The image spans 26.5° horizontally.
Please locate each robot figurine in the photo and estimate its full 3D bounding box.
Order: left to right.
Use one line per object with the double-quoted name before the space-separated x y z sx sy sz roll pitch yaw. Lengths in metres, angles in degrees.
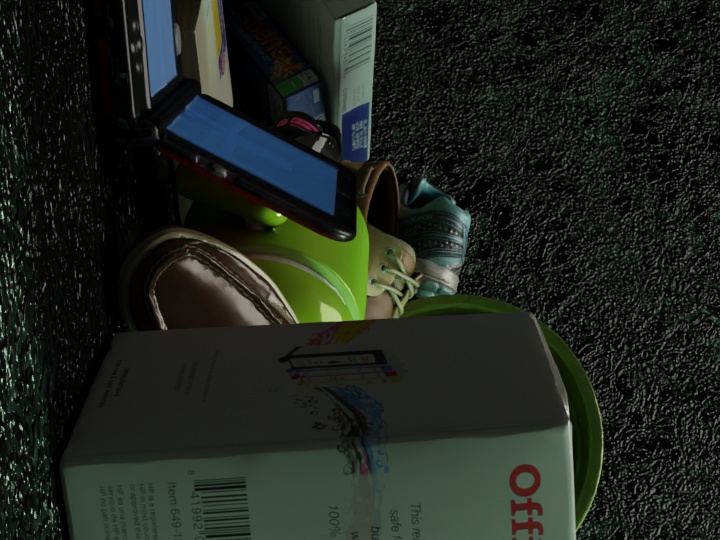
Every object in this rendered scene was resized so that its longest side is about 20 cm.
"robot figurine" -0.054 0.014 0.892 0.200 0.115 0.176 -85 175 -55

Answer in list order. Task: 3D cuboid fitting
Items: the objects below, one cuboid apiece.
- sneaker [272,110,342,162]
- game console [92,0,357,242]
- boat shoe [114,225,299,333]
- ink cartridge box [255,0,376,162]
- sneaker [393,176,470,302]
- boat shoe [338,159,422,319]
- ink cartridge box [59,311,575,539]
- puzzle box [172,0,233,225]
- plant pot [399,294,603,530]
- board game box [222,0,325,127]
"sneaker" -0.063 -0.076 1.123 0.200 0.076 0.084 -40 143 -72
"game console" -0.065 -0.113 0.800 0.200 0.118 0.173 -93 179 -78
"boat shoe" -0.042 0.058 0.758 0.075 0.075 0.202 30 -17 50
"ink cartridge box" -0.054 -0.209 1.235 0.200 0.040 0.200 55 -19 26
"sneaker" 0.037 -0.026 1.145 0.087 0.077 0.200 -66 -160 2
"boat shoe" 0.000 0.000 1.019 0.076 0.074 0.201 53 25 -48
"ink cartridge box" -0.011 0.111 0.661 0.145 0.199 0.148 -91 178 -73
"puzzle box" -0.109 -0.134 1.035 0.200 0.025 0.134 -93 179 -61
"plant pot" 0.080 0.135 1.099 0.190 0.199 0.201 47 38 -72
"board game box" -0.073 -0.123 1.283 0.136 0.034 0.200 53 -19 31
